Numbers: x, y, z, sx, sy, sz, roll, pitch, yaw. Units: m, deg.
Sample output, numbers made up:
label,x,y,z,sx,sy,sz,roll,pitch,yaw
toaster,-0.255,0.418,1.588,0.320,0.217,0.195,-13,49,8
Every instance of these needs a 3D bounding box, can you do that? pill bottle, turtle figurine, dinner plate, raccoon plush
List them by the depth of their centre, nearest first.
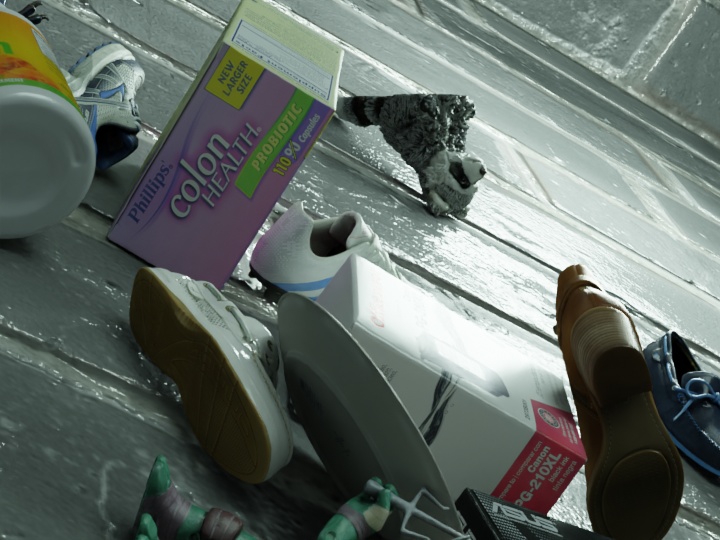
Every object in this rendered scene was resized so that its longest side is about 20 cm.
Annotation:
label,x,y,z,sx,sy,sz,roll,pitch,yaw
turtle figurine,-0.023,0.162,0.913,0.200,0.101,0.150,16,5,-7
dinner plate,-0.002,0.104,1.059,0.200,0.024,0.200,52,-20,27
pill bottle,-0.259,-0.117,1.202,0.111,0.111,0.200,22,21,-34
raccoon plush,0.059,-0.126,1.919,0.097,0.134,0.200,-1,4,-38

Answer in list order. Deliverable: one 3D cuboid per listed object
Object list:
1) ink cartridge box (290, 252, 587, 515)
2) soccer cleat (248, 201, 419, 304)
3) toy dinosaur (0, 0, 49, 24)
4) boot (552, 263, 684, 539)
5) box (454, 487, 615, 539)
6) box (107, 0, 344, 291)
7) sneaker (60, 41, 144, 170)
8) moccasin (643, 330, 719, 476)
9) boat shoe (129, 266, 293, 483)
label,x,y,z,sx,sy,sz,roll,pitch,yaw
ink cartridge box,0.054,0.090,1.266,0.200,0.084,0.145,31,17,-12
soccer cleat,0.000,0.000,1.404,0.200,0.086,0.070,17,24,-45
toy dinosaur,-0.318,-0.249,1.418,0.200,0.105,0.182,25,27,-53
boot,0.188,0.104,1.340,0.155,0.077,0.200,-104,177,-65
box,0.167,0.240,1.136,0.200,0.048,0.193,23,23,-33
box,-0.100,-0.103,1.345,0.097,0.176,0.200,31,17,-9
sneaker,-0.214,-0.120,1.387,0.085,0.077,0.200,44,25,-2
moccasin,0.322,0.124,1.692,0.080,0.068,0.200,23,21,-33
boat shoe,-0.081,0.059,1.103,0.069,0.071,0.200,-1,34,-32
